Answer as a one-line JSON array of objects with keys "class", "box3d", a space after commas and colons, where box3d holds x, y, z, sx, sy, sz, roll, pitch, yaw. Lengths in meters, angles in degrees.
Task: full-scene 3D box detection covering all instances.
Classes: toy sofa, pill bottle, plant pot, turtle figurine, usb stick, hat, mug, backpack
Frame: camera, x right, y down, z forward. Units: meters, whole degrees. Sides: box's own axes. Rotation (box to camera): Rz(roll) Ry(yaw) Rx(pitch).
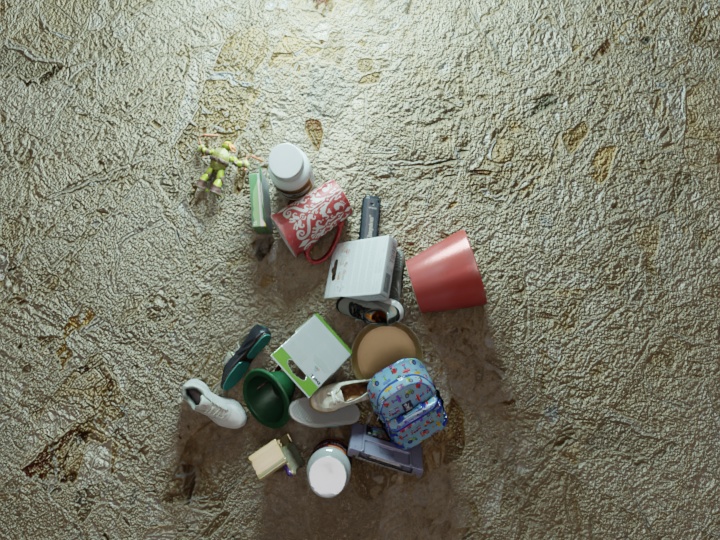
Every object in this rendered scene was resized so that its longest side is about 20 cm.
[{"class": "toy sofa", "box3d": [-0.209, 0.483, 1.492, 0.082, 0.200, 0.099, -31, 80, -3]}, {"class": "pill bottle", "box3d": [-0.078, 0.497, 1.489, 0.111, 0.200, 0.117, 0, 84, 0]}, {"class": "plant pot", "box3d": [0.071, 0.234, 1.591, 0.195, 0.027, 0.205, 0, 92, 0]}, {"class": "turtle figurine", "box3d": [-0.382, -0.291, 1.631, 0.196, 0.064, 0.164, 21, 85, 2]}, {"class": "usb stick", "box3d": [0.023, -0.105, 1.628, 0.054, 0.033, 0.205, 5, 84, 2]}, {"class": "pill bottle", "box3d": [-0.185, -0.263, 1.560, 0.111, 0.200, 0.117, 0, 85, 1]}, {"class": "plant pot", "box3d": [0.221, 0.016, 1.548, 0.174, 0.200, 0.205, -18, 85, 8]}, {"class": "hat", "box3d": [-0.200, 0.301, 1.597, 0.166, 0.175, 0.201, 45, 128, 10]}, {"class": "mug", "box3d": [-0.123, -0.133, 1.605, 0.198, 0.179, 0.134, -35, 49, -7]}, {"class": "backpack", "box3d": [0.115, 0.330, 1.495, 0.180, 0.135, 0.202, -26, 129, -3]}]

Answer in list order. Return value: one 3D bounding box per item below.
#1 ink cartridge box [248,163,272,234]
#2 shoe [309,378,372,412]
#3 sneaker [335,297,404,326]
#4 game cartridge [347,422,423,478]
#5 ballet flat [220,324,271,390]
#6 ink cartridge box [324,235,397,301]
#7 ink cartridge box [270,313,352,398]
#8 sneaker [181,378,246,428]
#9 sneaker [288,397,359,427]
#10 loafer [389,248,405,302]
[{"class": "ink cartridge box", "box3d": [-0.269, -0.186, 1.553, 0.047, 0.200, 0.149, -5, 84, 0]}, {"class": "shoe", "box3d": [-0.037, 0.314, 1.514, 0.196, 0.054, 0.071, -8, 61, -27]}, {"class": "sneaker", "box3d": [0.015, 0.103, 1.556, 0.196, 0.079, 0.076, 7, 113, 31]}, {"class": "game cartridge", "box3d": [0.066, 0.460, 1.525, 0.196, 0.130, 0.039, 18, 110, -2]}, {"class": "ballet flat", "box3d": [-0.319, 0.228, 1.588, 0.073, 0.073, 0.201, 39, 92, 4]}, {"class": "ink cartridge box", "box3d": [0.000, 0.000, 1.566, 0.197, 0.047, 0.164, -7, 65, 40]}, {"class": "ink cartridge box", "box3d": [-0.135, 0.229, 1.520, 0.148, 0.076, 0.200, 46, 45, 4]}, {"class": "sneaker", "box3d": [-0.395, 0.362, 1.553, 0.197, 0.099, 0.079, 27, 85, 3]}, {"class": "sneaker", "box3d": [-0.103, 0.379, 1.534, 0.196, 0.082, 0.076, 14, 62, -24]}, {"class": "loafer", "box3d": [0.089, 0.040, 1.595, 0.074, 0.069, 0.205, 18, 102, 19]}]
